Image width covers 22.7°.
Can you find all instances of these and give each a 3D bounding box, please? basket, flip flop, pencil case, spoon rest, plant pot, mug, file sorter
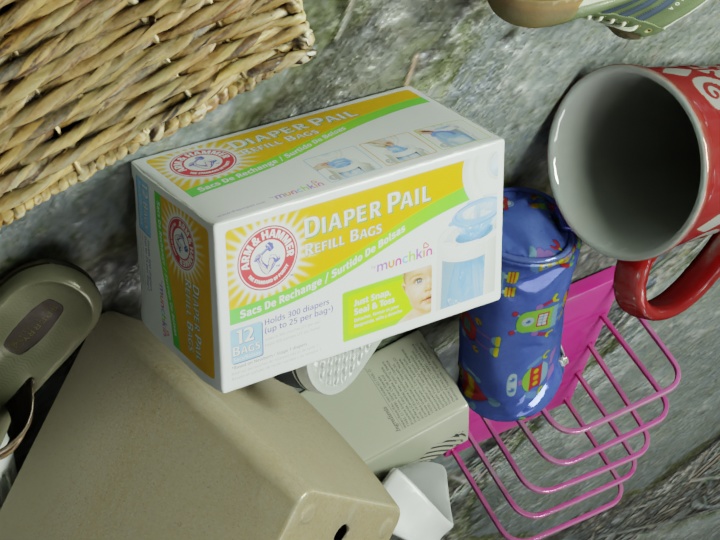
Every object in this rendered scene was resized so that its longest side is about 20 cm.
[{"bbox_3d":[-0.147,-0.132,0.829,0.200,0.149,0.143,-30,120,-8],"label":"basket"},{"bbox_3d":[-0.222,0.078,1.067,0.081,0.058,0.200,30,114,-35],"label":"flip flop"},{"bbox_3d":[0.118,0.028,1.330,0.087,0.078,0.200,-10,139,-9],"label":"pencil case"},{"bbox_3d":[0.032,0.181,1.309,0.099,0.061,0.200,-53,175,-6],"label":"spoon rest"},{"bbox_3d":[-0.096,0.168,1.174,0.200,0.177,0.200,24,94,-58],"label":"plant pot"},{"bbox_3d":[0.237,-0.072,1.283,0.200,0.134,0.178,-13,143,-43],"label":"mug"},{"bbox_3d":[0.171,0.122,1.522,0.139,0.126,0.200,-21,151,-23],"label":"file sorter"}]

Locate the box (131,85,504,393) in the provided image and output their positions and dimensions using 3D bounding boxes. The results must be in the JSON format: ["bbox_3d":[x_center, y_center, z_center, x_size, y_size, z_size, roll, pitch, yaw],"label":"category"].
[{"bbox_3d":[-0.024,-0.023,1.060,0.199,0.101,0.113,-18,123,-28],"label":"box"}]

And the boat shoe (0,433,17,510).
[{"bbox_3d":[-0.234,0.166,1.220,0.086,0.075,0.202,-29,143,-17],"label":"boat shoe"}]

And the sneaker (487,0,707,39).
[{"bbox_3d":[0.161,-0.171,1.094,0.200,0.067,0.090,-25,147,-23],"label":"sneaker"}]

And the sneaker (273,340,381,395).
[{"bbox_3d":[0.000,0.000,1.201,0.200,0.079,0.079,-44,125,-32],"label":"sneaker"}]

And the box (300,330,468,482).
[{"bbox_3d":[-0.019,0.134,1.384,0.200,0.082,0.068,-27,154,-11],"label":"box"}]
